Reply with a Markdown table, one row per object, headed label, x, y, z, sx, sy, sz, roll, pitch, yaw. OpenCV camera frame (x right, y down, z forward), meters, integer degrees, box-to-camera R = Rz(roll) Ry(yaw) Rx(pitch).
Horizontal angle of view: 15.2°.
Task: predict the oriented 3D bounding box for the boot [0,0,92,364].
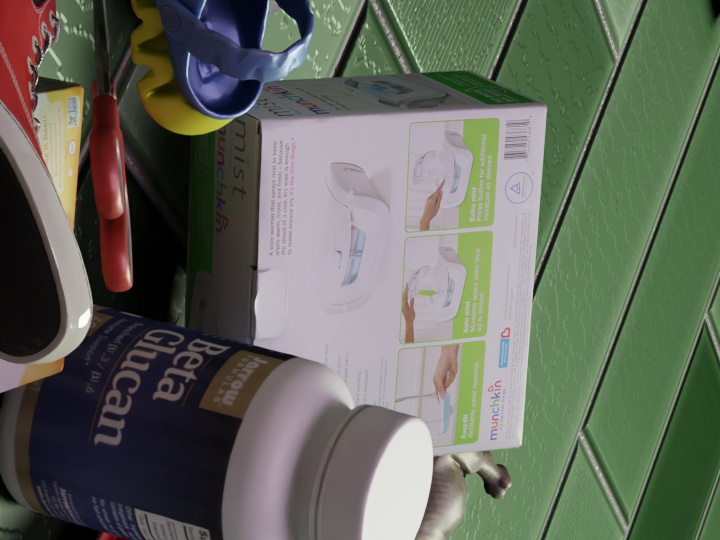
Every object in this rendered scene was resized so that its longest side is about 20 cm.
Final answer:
| label | x | y | z | sx | sy | sz | roll | pitch | yaw |
| --- | --- | --- | --- | --- | --- | --- | --- | --- | --- |
| boot | -0.149 | -0.064 | 1.157 | 0.200 | 0.072 | 0.144 | 64 | 26 | -2 |

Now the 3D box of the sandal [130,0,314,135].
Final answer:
| label | x | y | z | sx | sy | sz | roll | pitch | yaw |
| --- | --- | --- | --- | --- | --- | --- | --- | --- | --- |
| sandal | -0.074 | -0.156 | 1.201 | 0.079 | 0.087 | 0.200 | -37 | 116 | -34 |

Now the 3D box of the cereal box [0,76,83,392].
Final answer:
| label | x | y | z | sx | sy | sz | roll | pitch | yaw |
| --- | --- | --- | --- | --- | --- | --- | --- | --- | --- |
| cereal box | -0.194 | -0.007 | 1.213 | 0.200 | 0.039 | 0.144 | -22 | 120 | -63 |

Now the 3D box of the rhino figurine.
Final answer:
| label | x | y | z | sx | sy | sz | roll | pitch | yaw |
| --- | --- | --- | --- | --- | --- | --- | --- | --- | --- |
| rhino figurine | 0.036 | 0.186 | 1.825 | 0.087 | 0.060 | 0.200 | 37 | 67 | -44 |

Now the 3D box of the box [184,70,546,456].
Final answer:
| label | x | y | z | sx | sy | sz | roll | pitch | yaw |
| --- | --- | --- | --- | --- | --- | --- | --- | --- | --- |
| box | 0.000 | 0.000 | 1.480 | 0.176 | 0.097 | 0.200 | -5 | 108 | -25 |

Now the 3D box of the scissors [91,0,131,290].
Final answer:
| label | x | y | z | sx | sy | sz | roll | pitch | yaw |
| --- | --- | --- | --- | --- | --- | --- | --- | --- | --- |
| scissors | -0.119 | -0.069 | 1.252 | 0.200 | 0.014 | 0.073 | -102 | -175 | -54 |

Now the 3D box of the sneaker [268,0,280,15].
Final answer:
| label | x | y | z | sx | sy | sz | roll | pitch | yaw |
| --- | --- | --- | --- | --- | --- | --- | --- | --- | --- |
| sneaker | -0.064 | -0.175 | 1.315 | 0.200 | 0.115 | 0.075 | 36 | 31 | -73 |

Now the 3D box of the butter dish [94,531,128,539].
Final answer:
| label | x | y | z | sx | sy | sz | roll | pitch | yaw |
| --- | --- | --- | --- | --- | --- | --- | --- | --- | --- |
| butter dish | -0.078 | 0.221 | 1.473 | 0.200 | 0.148 | 0.200 | -59 | 152 | -33 |

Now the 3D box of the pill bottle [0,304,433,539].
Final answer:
| label | x | y | z | sx | sy | sz | roll | pitch | yaw |
| --- | --- | --- | --- | --- | --- | --- | --- | --- | --- |
| pill bottle | -0.070 | 0.089 | 1.348 | 0.111 | 0.200 | 0.111 | -44 | 141 | -52 |
